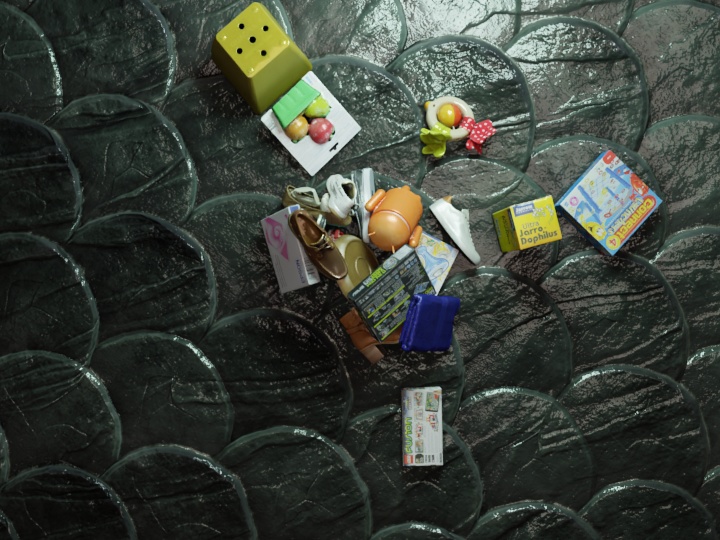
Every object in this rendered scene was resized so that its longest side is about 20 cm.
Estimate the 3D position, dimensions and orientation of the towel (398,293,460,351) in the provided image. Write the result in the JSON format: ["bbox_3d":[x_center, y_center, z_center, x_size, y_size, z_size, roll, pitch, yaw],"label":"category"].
[{"bbox_3d":[0.175,0.133,1.619,0.049,0.199,0.149,16,95,38],"label":"towel"}]

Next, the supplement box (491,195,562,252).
[{"bbox_3d":[0.418,-0.114,1.612,0.108,0.200,0.111,-15,90,0],"label":"supplement box"}]

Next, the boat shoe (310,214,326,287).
[{"bbox_3d":[-0.097,-0.042,1.593,0.065,0.075,0.201,14,113,0],"label":"boat shoe"}]

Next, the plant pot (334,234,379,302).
[{"bbox_3d":[0.000,0.000,1.613,0.027,0.199,0.202,-22,91,33],"label":"plant pot"}]

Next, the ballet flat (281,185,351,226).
[{"bbox_3d":[-0.114,-0.175,1.645,0.198,0.068,0.073,21,130,17],"label":"ballet flat"}]

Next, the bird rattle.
[{"bbox_3d":[0.247,-0.387,1.664,0.198,0.113,0.165,-14,74,-4],"label":"bird rattle"}]

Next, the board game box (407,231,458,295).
[{"bbox_3d":[0.157,0.006,1.689,0.134,0.034,0.202,26,90,-1],"label":"board game box"}]

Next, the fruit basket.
[{"bbox_3d":[-0.130,-0.386,1.671,0.185,0.094,0.200,-44,106,-1],"label":"fruit basket"}]

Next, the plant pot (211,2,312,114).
[{"bbox_3d":[-0.261,-0.554,1.612,0.200,0.176,0.200,-40,91,-1],"label":"plant pot"}]

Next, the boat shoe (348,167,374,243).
[{"bbox_3d":[0.000,-0.169,1.665,0.067,0.074,0.202,-4,84,16],"label":"boat shoe"}]

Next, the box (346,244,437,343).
[{"bbox_3d":[0.081,0.058,1.573,0.200,0.044,0.161,-41,128,-11],"label":"box"}]

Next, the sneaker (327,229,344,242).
[{"bbox_3d":[-0.108,-0.094,1.651,0.107,0.067,0.202,-30,102,16],"label":"sneaker"}]

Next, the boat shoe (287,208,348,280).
[{"bbox_3d":[-0.099,-0.059,1.499,0.072,0.068,0.201,-38,97,-8],"label":"boat shoe"}]

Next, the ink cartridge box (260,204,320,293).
[{"bbox_3d":[-0.193,-0.045,1.609,0.043,0.199,0.199,-16,89,-39],"label":"ink cartridge box"}]

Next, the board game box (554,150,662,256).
[{"bbox_3d":[0.656,-0.178,1.688,0.196,0.056,0.200,43,89,0],"label":"board game box"}]

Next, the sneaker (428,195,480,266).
[{"bbox_3d":[0.269,-0.109,1.672,0.084,0.073,0.201,-35,89,2],"label":"sneaker"}]

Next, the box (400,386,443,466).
[{"bbox_3d":[0.163,0.414,1.689,0.109,0.035,0.203,-1,90,-1],"label":"box"}]

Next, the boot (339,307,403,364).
[{"bbox_3d":[0.055,0.130,1.669,0.200,0.077,0.156,-40,85,15],"label":"boot"}]

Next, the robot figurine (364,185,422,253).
[{"bbox_3d":[0.086,-0.131,1.618,0.115,0.201,0.145,2,132,28],"label":"robot figurine"}]

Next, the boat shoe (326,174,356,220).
[{"bbox_3d":[-0.040,-0.198,1.610,0.069,0.201,0.071,-39,119,19],"label":"boat shoe"}]
